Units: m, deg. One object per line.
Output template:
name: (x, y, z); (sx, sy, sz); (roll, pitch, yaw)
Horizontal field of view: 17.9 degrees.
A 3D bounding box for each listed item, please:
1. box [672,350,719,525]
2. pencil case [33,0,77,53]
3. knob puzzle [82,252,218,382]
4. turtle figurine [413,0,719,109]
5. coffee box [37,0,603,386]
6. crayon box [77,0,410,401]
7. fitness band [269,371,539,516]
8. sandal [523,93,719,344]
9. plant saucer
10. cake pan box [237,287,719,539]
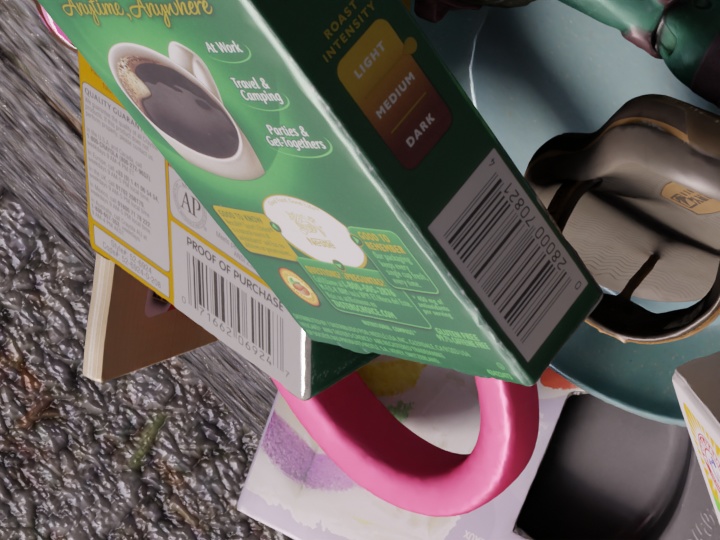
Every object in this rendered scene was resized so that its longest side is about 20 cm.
box: (0.192, 0.112, 0.750); (0.101, 0.112, 0.201); (-120, 7, -62)
pencil case: (-0.089, -0.128, 1.103); (0.200, 0.090, 0.094); (-153, 53, -62)
knob puzzle: (-0.056, -0.068, 0.959); (0.030, 0.220, 0.220); (20, 161, 26)
turtle figurine: (0.042, -0.115, 0.641); (0.199, 0.101, 0.150); (30, 171, 20)
coffee box: (-0.024, -0.055, 0.664); (0.200, 0.044, 0.123); (52, 158, -26)
crayon box: (-0.043, -0.070, 0.794); (0.125, 0.051, 0.201); (33, 138, 35)
fitness band: (0.000, 0.000, 0.869); (0.143, 0.037, 0.201); (-24, 95, 51)
sandal: (0.090, -0.006, 0.691); (0.081, 0.055, 0.200); (21, 173, -5)
plant saucer: (0.090, -0.034, 0.816); (0.199, 0.036, 0.201); (33, 145, 26)
cake pan box: (0.068, 0.058, 0.935); (0.199, 0.185, 0.052); (27, -157, 13)
